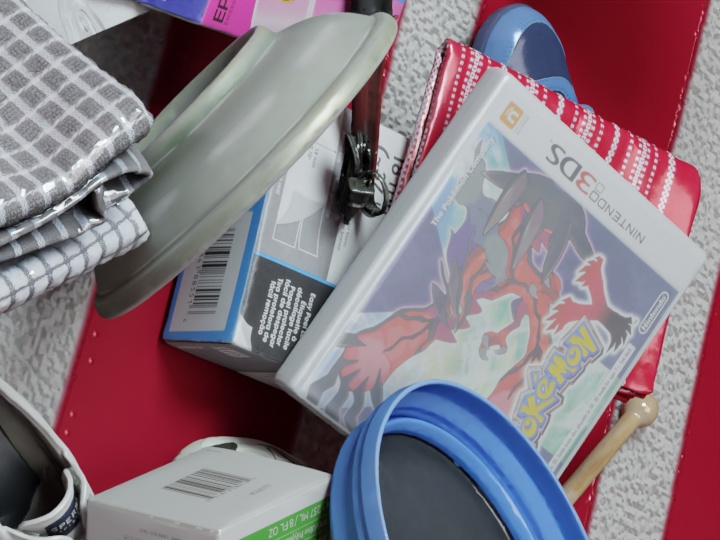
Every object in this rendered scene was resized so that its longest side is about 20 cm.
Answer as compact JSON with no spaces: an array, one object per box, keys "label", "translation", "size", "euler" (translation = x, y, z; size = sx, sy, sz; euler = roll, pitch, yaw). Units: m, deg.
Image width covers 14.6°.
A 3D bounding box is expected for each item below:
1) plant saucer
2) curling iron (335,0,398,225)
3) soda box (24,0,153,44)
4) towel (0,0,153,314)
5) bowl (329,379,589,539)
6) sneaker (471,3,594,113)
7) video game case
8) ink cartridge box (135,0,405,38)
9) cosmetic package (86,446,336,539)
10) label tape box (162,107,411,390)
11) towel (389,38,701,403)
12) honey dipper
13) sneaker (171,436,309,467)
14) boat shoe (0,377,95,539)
[{"label":"plant saucer","translation":[-0.068,-0.063,1.345],"size":[0.050,0.200,0.200],"euler":[45,57,-9]},{"label":"curling iron","translation":[0.008,-0.120,1.427],"size":[0.025,0.050,0.201],"euler":[2,102,-12]},{"label":"soda box","translation":[-0.117,-0.163,1.406],"size":[0.200,0.068,0.064],"euler":[-29,108,-41]},{"label":"towel","translation":[-0.205,-0.065,1.235],"size":[0.165,0.200,0.086],"euler":[-27,148,-42]},{"label":"bowl","translation":[0.056,0.154,1.400],"size":[0.200,0.039,0.201],"euler":[39,35,-35]},{"label":"sneaker","translation":[0.112,-0.054,1.608],"size":[0.074,0.082,0.201],"euler":[-12,95,-41]},{"label":"video game case","translation":[0.073,0.024,1.483],"size":[0.182,0.023,0.200],"euler":[39,83,-34]},{"label":"ink cartridge box","translation":[-0.043,-0.160,1.404],"size":[0.200,0.037,0.095],"euler":[14,97,-52]},{"label":"cosmetic package","translation":[-0.075,0.200,1.379],"size":[0.107,0.085,0.201],"euler":[-22,117,-55]},{"label":"label tape box","translation":[0.000,0.000,1.512],"size":[0.200,0.063,0.145],"euler":[24,73,-40]},{"label":"towel","translation":[0.102,-0.024,1.533],"size":[0.200,0.022,0.145],"euler":[24,75,-35]},{"label":"honey dipper","translation":[0.119,0.134,1.642],"size":[0.200,0.038,0.038],"euler":[-45,117,-40]},{"label":"sneaker","translation":[-0.013,0.138,1.478],"size":[0.200,0.087,0.076],"euler":[25,73,-38]},{"label":"boat shoe","translation":[-0.160,0.119,1.353],"size":[0.200,0.065,0.074],"euler":[52,56,-29]}]
